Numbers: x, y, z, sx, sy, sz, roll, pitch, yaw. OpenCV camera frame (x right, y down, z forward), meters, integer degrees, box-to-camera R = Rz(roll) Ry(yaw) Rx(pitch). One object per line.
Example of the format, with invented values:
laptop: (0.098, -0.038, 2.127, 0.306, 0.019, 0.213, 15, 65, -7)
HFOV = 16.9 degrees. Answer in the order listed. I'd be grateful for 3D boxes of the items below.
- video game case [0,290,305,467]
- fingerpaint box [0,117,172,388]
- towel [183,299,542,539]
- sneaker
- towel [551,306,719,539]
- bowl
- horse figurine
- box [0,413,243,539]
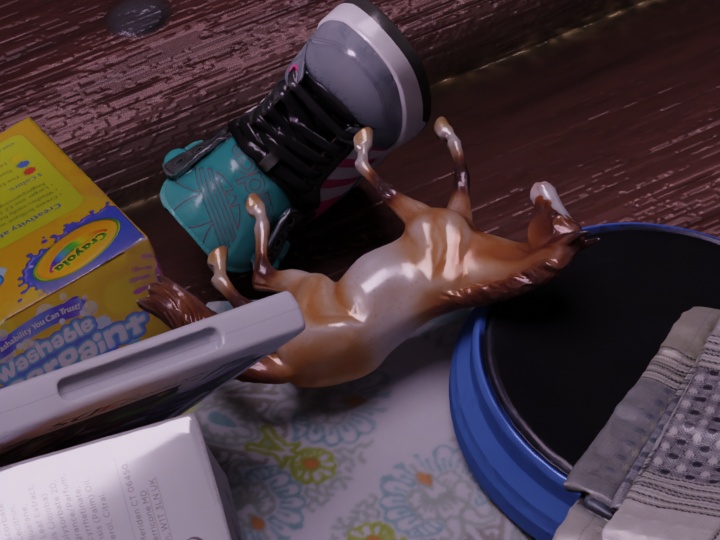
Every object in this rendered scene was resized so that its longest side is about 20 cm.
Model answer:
video game case: (-0.144, 0.077, 1.066, 0.181, 0.200, 0.023, -19, 80, -41)
fingerpaint box: (-0.209, 0.027, 1.206, 0.199, 0.074, 0.167, -31, 35, -14)
towel: (-0.004, 0.089, 1.151, 0.199, 0.048, 0.172, 1, 47, 12)
sneaker: (-0.041, -0.059, 1.228, 0.121, 0.200, 0.084, -41, 84, -20)
towel: (0.195, 0.072, 1.008, 0.199, 0.035, 0.193, 5, 35, 27)
bowl: (0.141, 0.056, 1.124, 0.199, 0.039, 0.201, 5, 46, -6)
horse figurine: (0.000, 0.000, 1.139, 0.199, 0.050, 0.133, -29, 51, -3)
box: (-0.143, 0.149, 1.007, 0.199, 0.152, 0.107, -15, 76, -4)
